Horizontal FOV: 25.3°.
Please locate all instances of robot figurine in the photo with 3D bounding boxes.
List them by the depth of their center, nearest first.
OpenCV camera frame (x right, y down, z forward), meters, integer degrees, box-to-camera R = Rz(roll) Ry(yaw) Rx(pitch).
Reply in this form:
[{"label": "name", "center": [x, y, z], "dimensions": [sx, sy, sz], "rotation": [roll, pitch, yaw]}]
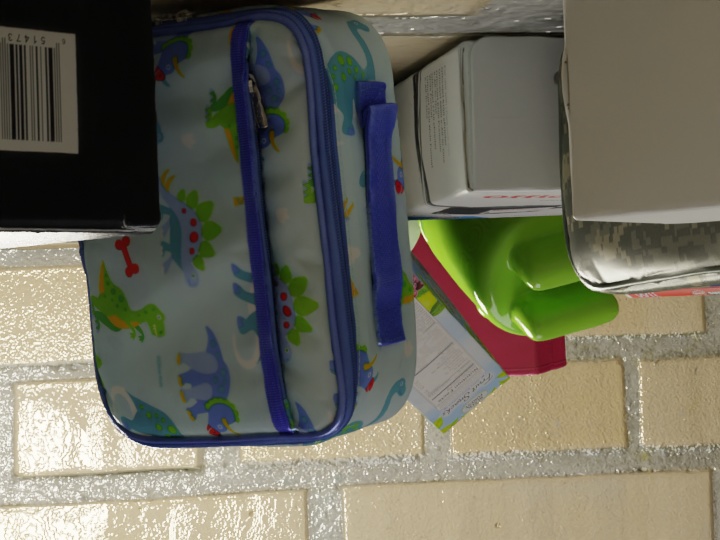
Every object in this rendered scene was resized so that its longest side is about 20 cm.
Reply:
[{"label": "robot figurine", "center": [0.111, -0.031, 1.156], "dimensions": [0.115, 0.176, 0.200], "rotation": [-17, -146, -15]}]

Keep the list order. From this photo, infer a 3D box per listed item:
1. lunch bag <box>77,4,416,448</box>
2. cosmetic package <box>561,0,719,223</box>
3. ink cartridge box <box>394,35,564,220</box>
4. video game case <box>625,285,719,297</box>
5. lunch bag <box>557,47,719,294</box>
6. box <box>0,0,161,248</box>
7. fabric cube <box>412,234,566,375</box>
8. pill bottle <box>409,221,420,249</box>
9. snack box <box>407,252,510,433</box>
[{"label": "lunch bag", "center": [-0.054, -0.020, 0.740], "dimensions": [0.160, 0.201, 0.082], "rotation": [-1, -174, 34]}, {"label": "cosmetic package", "center": [0.176, -0.077, 0.585], "dimensions": [0.200, 0.113, 0.081], "rotation": [-2, 179, 42]}, {"label": "ink cartridge box", "center": [0.101, -0.077, 0.934], "dimensions": [0.145, 0.084, 0.200], "rotation": [-2, 178, -12]}, {"label": "video game case", "center": [0.283, -0.052, 1.140], "dimensions": [0.200, 0.143, 0.017], "rotation": [-4, 155, 43]}, {"label": "lunch bag", "center": [0.210, -0.059, 0.752], "dimensions": [0.167, 0.140, 0.200], "rotation": [-3, 176, -24]}, {"label": "box", "center": [-0.204, -0.063, 0.692], "dimensions": [0.148, 0.107, 0.200], "rotation": [-1, 179, -42]}, {"label": "fabric cube", "center": [0.078, -0.005, 1.461], "dimensions": [0.196, 0.200, 0.200], "rotation": [-3, 178, 14]}, {"label": "pill bottle", "center": [-0.056, -0.050, 1.195], "dimensions": [0.200, 0.115, 0.114], "rotation": [-1, 178, -40]}, {"label": "snack box", "center": [0.000, 0.000, 1.049], "dimensions": [0.068, 0.169, 0.200], "rotation": [-40, 146, 5]}]
